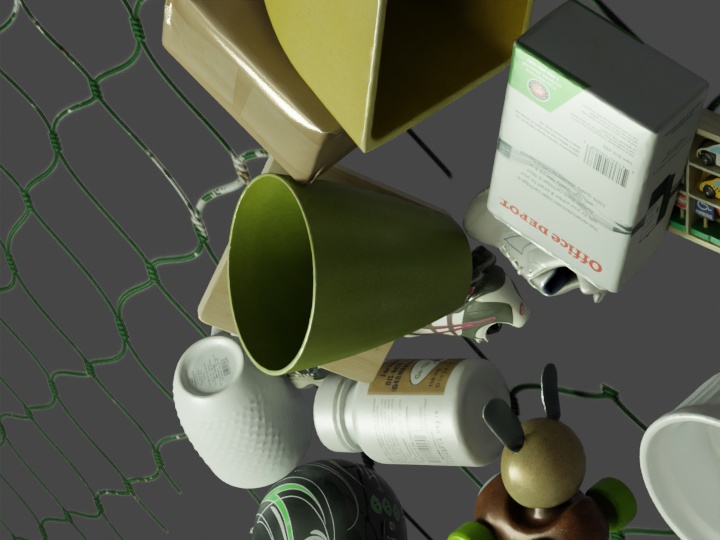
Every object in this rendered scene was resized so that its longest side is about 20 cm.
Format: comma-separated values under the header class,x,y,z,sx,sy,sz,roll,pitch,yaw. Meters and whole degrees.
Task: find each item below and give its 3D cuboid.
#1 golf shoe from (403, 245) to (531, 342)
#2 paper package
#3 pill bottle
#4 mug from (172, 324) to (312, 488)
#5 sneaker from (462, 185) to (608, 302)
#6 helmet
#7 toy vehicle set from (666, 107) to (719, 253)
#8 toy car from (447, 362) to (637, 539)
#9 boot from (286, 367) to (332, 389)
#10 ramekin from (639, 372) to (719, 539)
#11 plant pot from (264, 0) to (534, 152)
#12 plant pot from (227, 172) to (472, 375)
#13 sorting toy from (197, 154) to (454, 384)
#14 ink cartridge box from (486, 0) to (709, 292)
class,x,y,z,sx,sy,sz,roll,pitch,yaw
golf shoe,0.097,0.046,1.820,0.088,0.077,0.200,43,153,-10
paper package,-0.048,-0.214,1.606,0.200,0.190,0.104,45,153,9
pill bottle,0.053,0.153,1.908,0.199,0.114,0.115,-3,123,36
mug,-0.154,0.140,2.164,0.146,0.201,0.176,-12,144,12
sneaker,0.163,-0.025,1.623,0.074,0.088,0.199,35,166,-39
helmet,-0.040,0.330,2.191,0.191,0.198,0.201,-117,15,-45
toy vehicle set,0.260,-0.092,1.498,0.199,0.026,0.125,27,143,34
toy car,0.175,0.203,1.815,0.157,0.164,0.202,12,123,46
boot,-0.073,0.059,2.046,0.154,0.073,0.203,50,154,-10
ramekin,0.362,0.184,1.597,0.200,0.098,0.201,32,145,26
plant pot,0.016,-0.262,1.482,0.200,0.195,0.195,42,149,25
plant pot,0.000,0.000,1.683,0.187,0.198,0.189,7,98,60
sorting toy,-0.039,-0.014,1.791,0.199,0.200,0.070,22,-164,-18
ink cartridge box,0.193,-0.101,1.467,0.146,0.083,0.201,36,146,22
